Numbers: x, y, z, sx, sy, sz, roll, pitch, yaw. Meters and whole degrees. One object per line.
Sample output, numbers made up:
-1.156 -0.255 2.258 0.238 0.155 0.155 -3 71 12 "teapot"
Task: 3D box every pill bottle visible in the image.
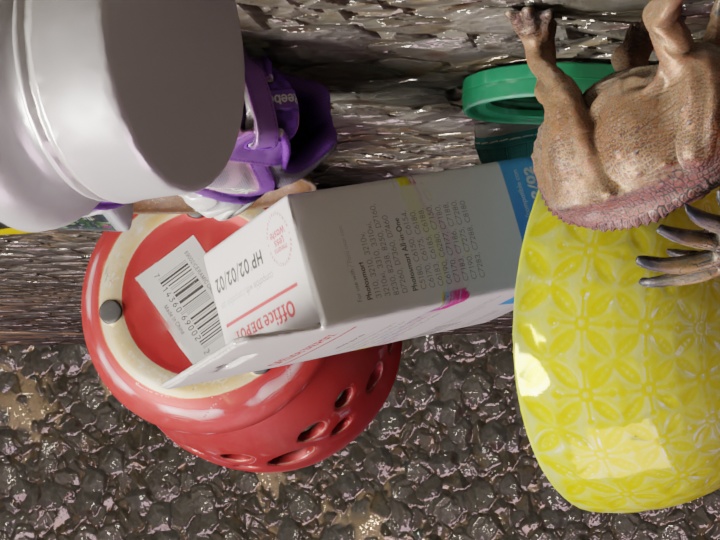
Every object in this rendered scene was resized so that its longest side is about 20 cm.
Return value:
-0.148 -0.067 0.576 0.199 0.115 0.114 -4 174 23 "pill bottle"

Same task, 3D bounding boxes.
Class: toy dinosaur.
0.119 -0.047 0.690 0.085 0.136 0.200 3 174 -33 "toy dinosaur"

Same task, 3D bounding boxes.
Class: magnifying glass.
0.150 -0.089 0.842 0.199 0.023 0.080 -3 174 12 "magnifying glass"

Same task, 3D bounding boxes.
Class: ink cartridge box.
0.000 0.000 0.852 0.199 0.068 0.115 -11 170 -29 "ink cartridge box"

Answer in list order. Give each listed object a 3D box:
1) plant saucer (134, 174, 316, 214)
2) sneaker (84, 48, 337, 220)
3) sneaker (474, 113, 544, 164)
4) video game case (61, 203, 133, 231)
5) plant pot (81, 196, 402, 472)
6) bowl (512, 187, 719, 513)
-0.125 -0.063 0.990 0.199 0.037 0.200 -1 175 0 "plant saucer"
-0.078 -0.070 0.776 0.088 0.081 0.200 -12 174 29 "sneaker"
0.138 -0.045 0.970 0.071 0.080 0.199 -5 172 42 "sneaker"
-0.225 -0.062 0.850 0.181 0.023 0.200 3 164 8 "video game case"
-0.081 0.031 1.162 0.199 0.202 0.183 -2 166 10 "plant pot"
0.169 0.022 0.803 0.107 0.201 0.200 5 179 36 "bowl"
